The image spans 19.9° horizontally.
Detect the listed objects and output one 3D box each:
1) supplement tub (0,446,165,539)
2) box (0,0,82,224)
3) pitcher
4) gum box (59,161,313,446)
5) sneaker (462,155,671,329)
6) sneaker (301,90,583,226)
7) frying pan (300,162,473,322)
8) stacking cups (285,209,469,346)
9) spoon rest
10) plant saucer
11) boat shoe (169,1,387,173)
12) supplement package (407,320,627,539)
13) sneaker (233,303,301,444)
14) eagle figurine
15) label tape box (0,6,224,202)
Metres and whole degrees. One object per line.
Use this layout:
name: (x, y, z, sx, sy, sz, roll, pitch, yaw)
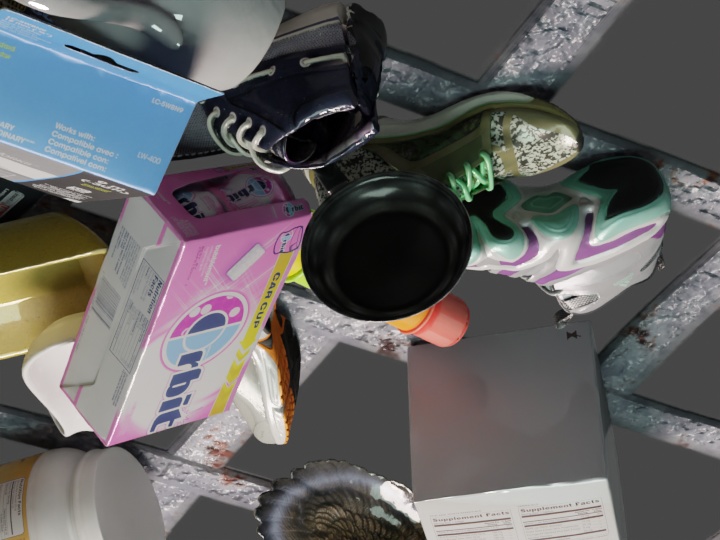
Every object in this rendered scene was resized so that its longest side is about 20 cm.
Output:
supplement tub: (-0.277, 0.230, 1.708, 0.199, 0.145, 0.145, -17, 139, 17)
box: (-0.277, -0.116, 1.365, 0.198, 0.050, 0.200, 30, 132, -32)
pitcher: (-0.143, -0.171, 1.206, 0.200, 0.172, 0.121, 26, 118, -28)
gum box: (-0.120, 0.018, 1.414, 0.113, 0.066, 0.200, -14, 140, -42)
sneaker: (0.127, -0.005, 1.492, 0.199, 0.078, 0.140, -6, 140, 5)
sneaker: (0.057, -0.061, 1.411, 0.199, 0.089, 0.077, -10, 140, 9)
frying pan: (-0.012, -0.029, 1.360, 0.190, 0.115, 0.031, 27, 159, 26)
stacking cups: (0.000, 0.000, 1.515, 0.200, 0.061, 0.060, 24, 134, -33)
spoon rest: (-0.208, 0.081, 1.545, 0.099, 0.061, 0.200, -10, 164, -16)
plant saucer: (-0.271, 0.016, 1.466, 0.199, 0.049, 0.200, -13, 164, -6)
boat shoe: (-0.073, -0.100, 1.354, 0.199, 0.093, 0.075, -24, 136, 24)
supplement package: (0.129, 0.167, 1.642, 0.150, 0.152, 0.200, -8, 140, 9)
sneaker: (-0.102, 0.057, 1.573, 0.092, 0.076, 0.201, -2, 134, 12)
eagle figurine: (0.002, 0.249, 1.784, 0.199, 0.151, 0.152, 27, 96, 9)
label tape box: (-0.191, -0.094, 1.232, 0.144, 0.064, 0.200, 19, 171, -27)
